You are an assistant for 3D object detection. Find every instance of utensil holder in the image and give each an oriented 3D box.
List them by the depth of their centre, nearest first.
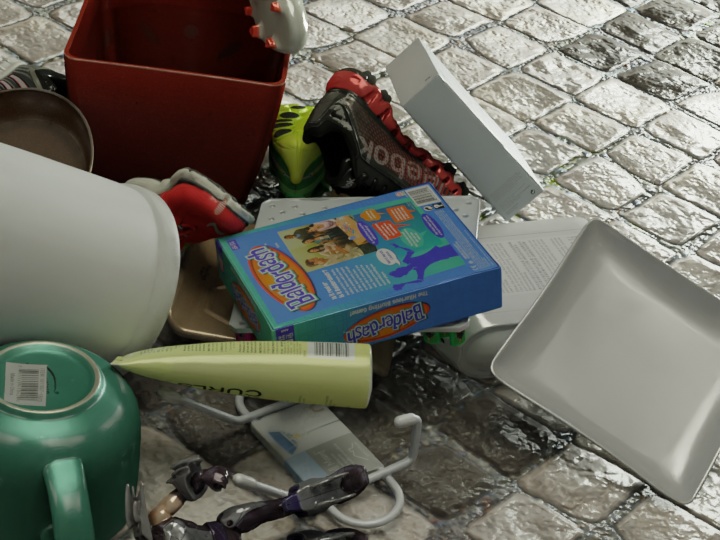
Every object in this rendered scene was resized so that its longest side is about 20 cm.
[{"bbox_3d":[-0.272,-0.013,1.501,0.200,0.170,0.170,21,20,-42],"label":"utensil holder"}]

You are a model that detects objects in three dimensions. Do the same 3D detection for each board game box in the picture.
[{"bbox_3d":[-0.003,0.002,1.576,0.199,0.045,0.152,-15,35,-15],"label":"board game box"},{"bbox_3d":[0.000,0.000,1.642,0.199,0.026,0.200,0,35,7],"label":"board game box"}]

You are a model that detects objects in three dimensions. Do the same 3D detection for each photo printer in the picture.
[{"bbox_3d":[0.139,0.023,1.696,0.199,0.070,0.167,-6,37,-20],"label":"photo printer"}]

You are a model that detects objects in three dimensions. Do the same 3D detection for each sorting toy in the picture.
[{"bbox_3d":[-0.064,0.023,1.689,0.199,0.037,0.185,13,34,-1],"label":"sorting toy"}]

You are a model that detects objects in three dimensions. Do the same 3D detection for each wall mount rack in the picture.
[{"bbox_3d":[-0.056,0.127,1.496,0.173,0.075,0.200,-19,41,-29],"label":"wall mount rack"}]

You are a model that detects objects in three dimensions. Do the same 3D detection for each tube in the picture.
[{"bbox_3d":[-0.092,0.076,1.464,0.199,0.058,0.052,4,50,-5],"label":"tube"}]

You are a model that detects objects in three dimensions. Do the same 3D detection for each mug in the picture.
[{"bbox_3d":[-0.228,0.130,1.415,0.185,0.115,0.152,27,38,26],"label":"mug"}]

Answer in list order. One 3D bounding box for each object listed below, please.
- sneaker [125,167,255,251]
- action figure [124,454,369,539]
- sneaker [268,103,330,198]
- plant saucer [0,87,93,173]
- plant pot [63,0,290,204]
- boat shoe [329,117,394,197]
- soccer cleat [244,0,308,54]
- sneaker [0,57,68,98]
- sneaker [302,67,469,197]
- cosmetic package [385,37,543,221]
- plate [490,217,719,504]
[{"bbox_3d":[-0.163,-0.034,1.658,0.200,0.077,0.085,-7,49,57],"label":"sneaker"},{"bbox_3d":[-0.090,0.193,1.362,0.200,0.131,0.069,-11,3,-31],"label":"action figure"},{"bbox_3d":[-0.061,-0.116,1.857,0.074,0.084,0.200,8,15,4],"label":"sneaker"},{"bbox_3d":[-0.323,-0.073,1.694,0.200,0.032,0.201,-11,56,17],"label":"plant saucer"},{"bbox_3d":[-0.171,-0.160,1.802,0.199,0.177,0.200,8,35,-2],"label":"plant pot"},{"bbox_3d":[0.008,-0.090,1.838,0.072,0.065,0.200,9,34,1],"label":"boat shoe"},{"bbox_3d":[-0.076,-0.262,1.759,0.077,0.069,0.200,-3,33,-22],"label":"soccer cleat"},{"bbox_3d":[-0.333,-0.149,1.840,0.087,0.074,0.200,6,29,7],"label":"sneaker"},{"bbox_3d":[0.022,-0.088,1.752,0.200,0.071,0.098,48,61,-9],"label":"sneaker"},{"bbox_3d":[0.096,-0.139,1.823,0.151,0.052,0.200,49,8,-14],"label":"cosmetic package"},{"bbox_3d":[0.231,0.078,1.601,0.199,0.032,0.200,34,57,5],"label":"plate"}]
